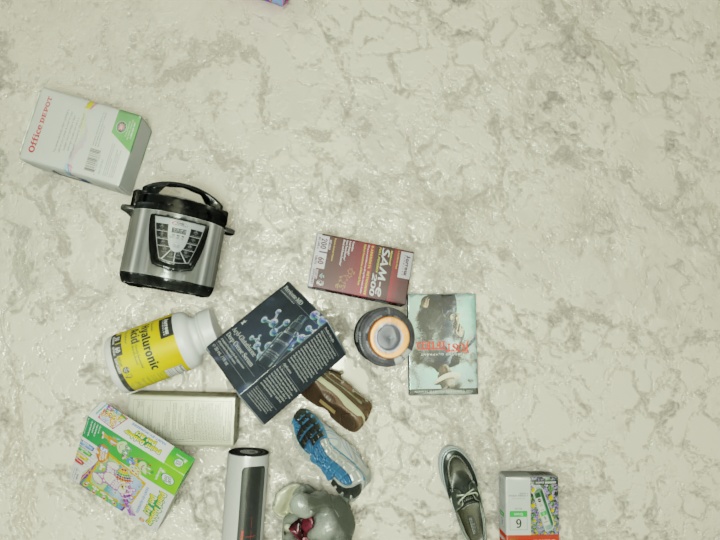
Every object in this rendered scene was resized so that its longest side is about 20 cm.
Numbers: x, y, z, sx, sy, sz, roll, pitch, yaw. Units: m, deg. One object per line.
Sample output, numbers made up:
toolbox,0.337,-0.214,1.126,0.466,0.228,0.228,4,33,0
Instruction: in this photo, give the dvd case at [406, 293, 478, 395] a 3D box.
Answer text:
dvd case,0.165,0.148,1.185,0.143,0.022,0.204,1,85,-4

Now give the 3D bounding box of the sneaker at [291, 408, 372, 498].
sneaker,-0.054,0.347,1.131,0.200,0.086,0.075,45,108,22

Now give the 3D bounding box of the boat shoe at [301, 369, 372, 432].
boat shoe,-0.063,0.225,1.147,0.202,0.075,0.075,41,45,10

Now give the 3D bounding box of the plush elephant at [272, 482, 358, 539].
plush elephant,-0.097,0.478,1.077,0.154,0.200,0.166,-34,86,17

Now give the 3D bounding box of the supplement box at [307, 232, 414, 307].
supplement box,0.000,0.000,1.168,0.197,0.061,0.111,11,84,-4

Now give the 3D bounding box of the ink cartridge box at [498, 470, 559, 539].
ink cartridge box,0.330,0.502,1.148,0.107,0.050,0.204,1,84,-4

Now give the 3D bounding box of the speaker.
speaker,-0.218,0.444,1.102,0.080,0.081,0.204,4,84,-4

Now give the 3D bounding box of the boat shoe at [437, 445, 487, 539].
boat shoe,0.208,0.441,1.135,0.071,0.071,0.203,-19,86,-5

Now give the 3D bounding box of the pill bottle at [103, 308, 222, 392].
pill bottle,-0.364,0.144,1.103,0.197,0.111,0.113,-20,86,-6

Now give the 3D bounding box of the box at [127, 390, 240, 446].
box,-0.331,0.278,1.109,0.196,0.078,0.097,4,85,-4

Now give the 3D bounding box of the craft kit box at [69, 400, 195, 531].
craft kit box,-0.416,0.358,1.058,0.196,0.049,0.201,29,122,-2

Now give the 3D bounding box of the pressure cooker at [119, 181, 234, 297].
pressure cooker,-0.344,-0.061,1.085,0.176,0.176,0.204,7,82,22

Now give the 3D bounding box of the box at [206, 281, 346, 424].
box,-0.153,0.147,1.075,0.199,0.108,0.148,-39,45,-14

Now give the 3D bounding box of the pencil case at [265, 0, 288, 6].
pencil case,-0.232,-0.608,1.199,0.197,0.088,0.090,18,84,0

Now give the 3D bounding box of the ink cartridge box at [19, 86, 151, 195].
ink cartridge box,-0.531,-0.249,1.140,0.197,0.088,0.148,16,83,-4

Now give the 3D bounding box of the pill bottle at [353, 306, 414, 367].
pill bottle,0.043,0.123,1.088,0.104,0.200,0.108,0,85,-4
